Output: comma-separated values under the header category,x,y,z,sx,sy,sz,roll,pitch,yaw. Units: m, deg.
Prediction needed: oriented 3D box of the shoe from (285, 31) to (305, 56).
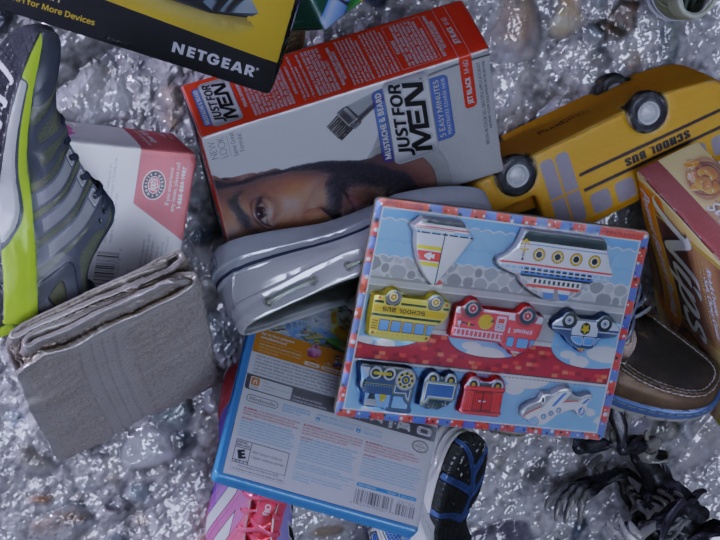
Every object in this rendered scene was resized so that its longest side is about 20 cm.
category,x,y,z,sx,sy,sz,roll,pitch,yaw
shoe,-0.102,-0.217,1.322,0.200,0.053,0.070,56,50,-28

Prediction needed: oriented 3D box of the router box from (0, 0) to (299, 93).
category,x,y,z,sx,sy,sz,roll,pitch,yaw
router box,-0.127,-0.215,1.246,0.199,0.052,0.158,17,123,-1

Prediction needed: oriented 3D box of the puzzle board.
category,x,y,z,sx,sy,sz,roll,pitch,yaw
puzzle board,0.090,0.035,1.349,0.199,0.017,0.151,6,104,-19

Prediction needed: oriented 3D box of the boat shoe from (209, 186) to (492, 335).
category,x,y,z,sx,sy,sz,roll,pitch,yaw
boat shoe,0.000,0.000,1.358,0.199,0.074,0.067,-15,68,-9

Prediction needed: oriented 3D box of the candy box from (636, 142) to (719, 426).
category,x,y,z,sx,sy,sz,roll,pitch,yaw
candy box,0.258,0.021,1.443,0.055,0.116,0.200,-25,135,-11

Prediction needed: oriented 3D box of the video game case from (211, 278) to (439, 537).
category,x,y,z,sx,sy,sz,roll,pitch,yaw
video game case,-0.011,0.069,1.371,0.143,0.018,0.201,17,64,-9

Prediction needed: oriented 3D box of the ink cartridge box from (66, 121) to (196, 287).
category,x,y,z,sx,sy,sz,roll,pitch,yaw
ink cartridge box,-0.219,-0.040,1.324,0.199,0.067,0.117,6,104,-22

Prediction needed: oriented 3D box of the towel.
category,x,y,z,sx,sy,sz,roll,pitch,yaw
towel,-0.159,0.062,1.328,0.132,0.035,0.200,-25,158,-9

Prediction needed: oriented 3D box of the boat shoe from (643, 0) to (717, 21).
category,x,y,z,sx,sy,sz,roll,pitch,yaw
boat shoe,0.260,-0.268,1.417,0.072,0.062,0.201,14,101,-22

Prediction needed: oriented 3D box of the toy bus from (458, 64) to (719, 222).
category,x,y,z,sx,sy,sz,roll,pitch,yaw
toy bus,0.166,-0.083,1.442,0.199,0.065,0.079,-26,115,-10

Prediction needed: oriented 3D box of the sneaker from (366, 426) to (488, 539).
category,x,y,z,sx,sy,sz,roll,pitch,yaw
sneaker,0.037,0.188,1.486,0.076,0.077,0.201,-24,136,-50

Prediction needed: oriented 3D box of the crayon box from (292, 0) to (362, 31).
category,x,y,z,sx,sy,sz,roll,pitch,yaw
crayon box,-0.036,-0.273,1.301,0.126,0.051,0.200,-41,116,-25

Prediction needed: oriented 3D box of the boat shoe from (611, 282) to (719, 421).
category,x,y,z,sx,sy,sz,roll,pitch,yaw
boat shoe,0.168,0.039,1.423,0.199,0.072,0.073,25,141,8

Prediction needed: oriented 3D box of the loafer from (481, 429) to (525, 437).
category,x,y,z,sx,sy,sz,roll,pitch,yaw
loafer,0.037,0.064,1.442,0.199,0.076,0.069,16,91,-19

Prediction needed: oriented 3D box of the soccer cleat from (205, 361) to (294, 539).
category,x,y,z,sx,sy,sz,roll,pitch,yaw
soccer cleat,-0.072,0.160,1.430,0.066,0.076,0.201,-3,107,-18

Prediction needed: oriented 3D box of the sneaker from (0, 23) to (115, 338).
category,x,y,z,sx,sy,sz,roll,pitch,yaw
sneaker,-0.196,-0.058,1.258,0.081,0.074,0.201,-6,115,-25

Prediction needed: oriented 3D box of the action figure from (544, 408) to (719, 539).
category,x,y,z,sx,sy,sz,roll,pitch,yaw
action figure,0.196,0.163,1.505,0.102,0.119,0.201,-35,106,-27

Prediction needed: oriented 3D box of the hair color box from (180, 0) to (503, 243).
category,x,y,z,sx,sy,sz,roll,pitch,yaw
hair color box,-0.010,-0.095,1.351,0.199,0.064,0.111,-17,135,-6
